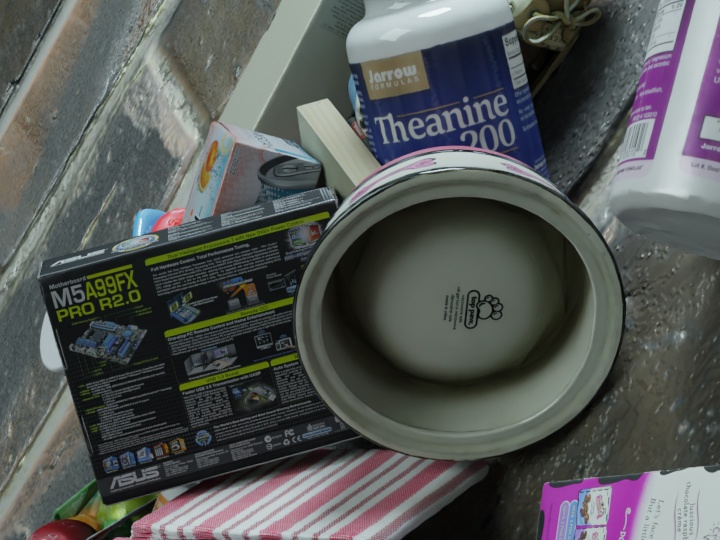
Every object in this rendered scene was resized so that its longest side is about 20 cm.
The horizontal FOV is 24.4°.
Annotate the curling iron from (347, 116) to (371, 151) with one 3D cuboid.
[{"bbox_3d":[0.024,-0.059,1.247,0.200,0.025,0.050,48,132,50],"label":"curling iron"}]

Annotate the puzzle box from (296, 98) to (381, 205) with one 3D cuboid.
[{"bbox_3d":[0.000,0.000,1.134,0.133,0.025,0.202,-126,23,-52],"label":"puzzle box"}]

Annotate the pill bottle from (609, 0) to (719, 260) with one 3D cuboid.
[{"bbox_3d":[0.214,-0.114,0.922,0.112,0.111,0.202,4,75,56],"label":"pill bottle"}]

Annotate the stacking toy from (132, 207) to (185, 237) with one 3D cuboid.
[{"bbox_3d":[-0.082,-0.019,1.323,0.199,0.116,0.111,-23,56,34],"label":"stacking toy"}]

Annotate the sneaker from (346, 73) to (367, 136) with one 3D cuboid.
[{"bbox_3d":[0.040,-0.201,1.259,0.201,0.078,0.090,-61,30,11],"label":"sneaker"}]

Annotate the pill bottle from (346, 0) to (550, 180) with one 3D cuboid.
[{"bbox_3d":[0.053,-0.116,1.073,0.110,0.110,0.202,1,108,55],"label":"pill bottle"}]

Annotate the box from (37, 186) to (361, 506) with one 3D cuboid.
[{"bbox_3d":[-0.093,0.049,1.082,0.044,0.198,0.162,-118,13,-75],"label":"box"}]

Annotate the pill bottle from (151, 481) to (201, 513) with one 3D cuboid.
[{"bbox_3d":[-0.125,0.260,1.194,0.112,0.111,0.202,20,88,57],"label":"pill bottle"}]

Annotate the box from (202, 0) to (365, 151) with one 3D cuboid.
[{"bbox_3d":[-0.043,-0.157,1.349,0.201,0.082,0.068,-59,34,11],"label":"box"}]

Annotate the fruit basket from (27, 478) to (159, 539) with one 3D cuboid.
[{"bbox_3d":[-0.206,0.220,1.279,0.185,0.094,0.200,-38,-1,37],"label":"fruit basket"}]

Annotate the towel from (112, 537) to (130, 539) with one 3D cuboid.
[{"bbox_3d":[-0.151,0.221,1.045,0.145,0.200,0.030,-6,105,32],"label":"towel"}]

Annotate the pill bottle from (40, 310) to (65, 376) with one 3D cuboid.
[{"bbox_3d":[-0.132,0.065,1.238,0.111,0.199,0.112,-31,48,42],"label":"pill bottle"}]

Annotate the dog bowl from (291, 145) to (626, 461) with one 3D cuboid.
[{"bbox_3d":[0.058,0.014,1.011,0.201,0.199,0.074,-52,17,23],"label":"dog bowl"}]

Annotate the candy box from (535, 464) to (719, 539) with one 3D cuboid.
[{"bbox_3d":[0.173,0.175,0.858,0.199,0.061,0.138,-15,59,52],"label":"candy box"}]

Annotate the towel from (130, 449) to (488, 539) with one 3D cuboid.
[{"bbox_3d":[-0.033,0.152,1.061,0.198,0.146,0.030,-3,105,36],"label":"towel"}]

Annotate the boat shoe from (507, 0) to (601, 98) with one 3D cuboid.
[{"bbox_3d":[0.112,-0.151,1.136,0.201,0.073,0.063,-56,39,38],"label":"boat shoe"}]

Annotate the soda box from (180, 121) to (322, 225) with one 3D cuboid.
[{"bbox_3d":[-0.092,0.007,1.132,0.064,0.068,0.202,43,118,63],"label":"soda box"}]
